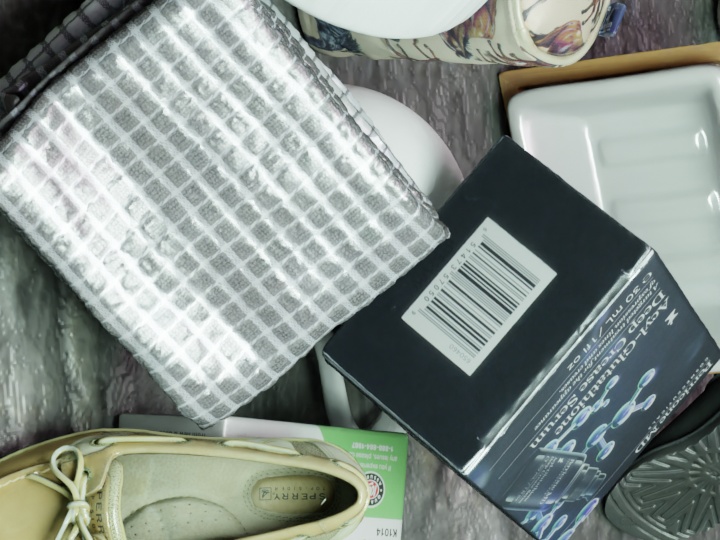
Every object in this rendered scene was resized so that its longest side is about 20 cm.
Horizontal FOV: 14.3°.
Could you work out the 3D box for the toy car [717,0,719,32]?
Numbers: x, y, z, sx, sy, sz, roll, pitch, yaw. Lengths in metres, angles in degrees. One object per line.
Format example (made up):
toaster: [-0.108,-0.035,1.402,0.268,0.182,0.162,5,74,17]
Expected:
toy car: [0.302,-0.232,1.843,0.175,0.150,0.200,-53,126,-34]

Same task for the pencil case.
pencil case: [0.048,-0.152,1.535,0.089,0.200,0.078,-40,118,-30]

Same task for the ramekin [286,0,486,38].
ramekin: [0.007,-0.207,1.393,0.200,0.098,0.201,22,43,-21]

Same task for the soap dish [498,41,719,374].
soap dish: [0.180,-0.037,1.714,0.081,0.157,0.201,-38,118,-60]

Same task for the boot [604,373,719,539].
boot: [0.232,0.062,1.812,0.066,0.165,0.200,40,36,-19]

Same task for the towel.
towel: [-0.078,-0.042,1.384,0.165,0.086,0.200,-39,112,7]

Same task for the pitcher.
pitcher: [0.000,0.000,1.545,0.200,0.121,0.172,34,75,-55]

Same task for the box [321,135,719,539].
box: [0.089,0.044,1.515,0.149,0.107,0.200,-50,156,-2]

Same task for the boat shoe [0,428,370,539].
boat shoe: [-0.095,0.112,1.389,0.063,0.200,0.073,120,-30,-85]

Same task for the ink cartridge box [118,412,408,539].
ink cartridge box: [-0.056,0.179,1.494,0.146,0.084,0.201,8,83,-47]
